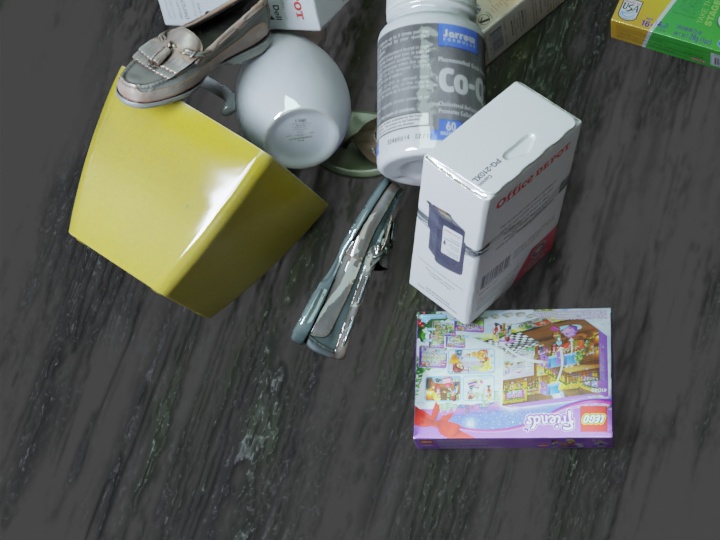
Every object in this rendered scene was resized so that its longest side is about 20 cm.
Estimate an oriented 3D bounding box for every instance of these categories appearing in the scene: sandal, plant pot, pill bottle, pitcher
[{"bbox_3d":[0.041,-0.140,1.745,0.200,0.057,0.080,6,69,15],"label":"sandal"},{"bbox_3d":[-0.185,-0.067,1.695,0.200,0.200,0.177,32,88,21],"label":"plant pot"},{"bbox_3d":[0.073,-0.198,1.678,0.113,0.114,0.201,-2,75,10],"label":"pill bottle"},{"bbox_3d":[-0.103,-0.196,1.734,0.171,0.121,0.200,-10,42,-5],"label":"pitcher"}]

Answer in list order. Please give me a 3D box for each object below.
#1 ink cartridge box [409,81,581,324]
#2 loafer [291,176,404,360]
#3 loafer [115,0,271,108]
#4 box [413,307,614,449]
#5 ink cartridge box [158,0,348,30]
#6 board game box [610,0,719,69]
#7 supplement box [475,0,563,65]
[{"bbox_3d":[0.130,-0.066,1.601,0.084,0.200,0.145,37,59,22],"label":"ink cartridge box"},{"bbox_3d":[0.000,0.000,1.700,0.063,0.072,0.200,30,83,0],"label":"loafer"},{"bbox_3d":[-0.168,-0.229,1.629,0.072,0.063,0.200,34,47,25],"label":"loafer"},{"bbox_3d":[0.154,0.109,1.631,0.199,0.039,0.137,-1,67,10],"label":"box"},{"bbox_3d":[-0.123,-0.339,1.727,0.199,0.146,0.084,6,39,27],"label":"ink cartridge box"},{"bbox_3d":[0.379,-0.324,1.765,0.153,0.040,0.200,19,73,18],"label":"board game box"},{"bbox_3d":[0.162,-0.336,1.794,0.200,0.074,0.126,-41,67,-7],"label":"supplement box"}]
